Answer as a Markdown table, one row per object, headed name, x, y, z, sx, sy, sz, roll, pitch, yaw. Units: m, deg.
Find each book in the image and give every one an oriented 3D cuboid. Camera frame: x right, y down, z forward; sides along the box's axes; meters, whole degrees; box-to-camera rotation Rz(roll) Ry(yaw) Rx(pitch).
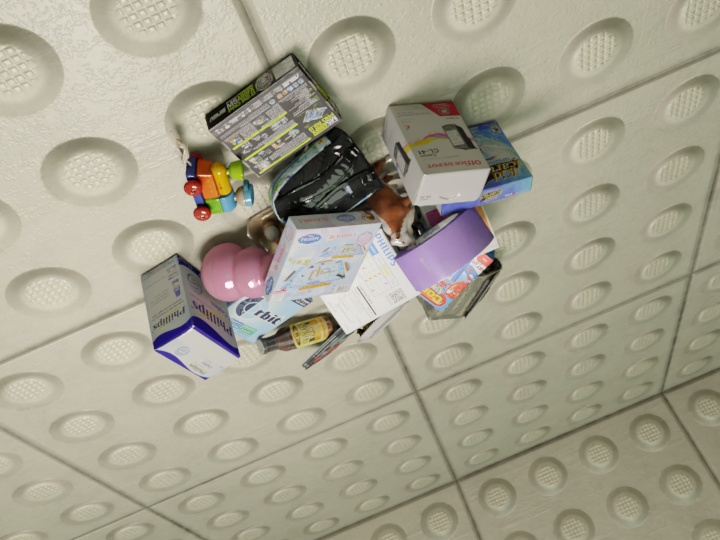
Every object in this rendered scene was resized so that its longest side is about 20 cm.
| name | x | y | z | sx | sy | sz | roll | pitch | yaw |
| --- | --- | --- | --- | --- | --- | --- | --- | --- | --- |
| book | 0.209 | -0.120 | 1.608 | 0.133 | 0.048 | 0.201 | -23 | 100 | 3 |

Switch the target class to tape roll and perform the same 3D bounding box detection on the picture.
| name | x | y | z | sx | sy | sz | roll | pitch | yaw |
| --- | --- | --- | --- | --- | --- | --- | --- | --- | --- |
| tape roll | 0.173 | -0.048 | 1.504 | 0.199 | 0.085 | 0.200 | -35 | -176 | 3 |

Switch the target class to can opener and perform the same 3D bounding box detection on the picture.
| name | x | y | z | sx | sy | sz | roll | pitch | yaw |
| --- | --- | --- | --- | --- | --- | --- | --- | --- | --- |
| can opener | 0.115 | -0.087 | 1.638 | 0.053 | 0.066 | 0.201 | -41 | 116 | -29 |

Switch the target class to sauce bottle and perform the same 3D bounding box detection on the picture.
| name | x | y | z | sx | sy | sz | roll | pitch | yaw |
| --- | --- | --- | --- | --- | --- | --- | --- | --- | --- |
| sauce bottle | -0.166 | 0.169 | 1.838 | 0.199 | 0.066 | 0.066 | -17 | 147 | -31 |

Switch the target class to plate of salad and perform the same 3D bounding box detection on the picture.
| name | x | y | z | sx | sy | sz | roll | pitch | yaw |
| --- | --- | --- | --- | --- | --- | --- | --- | --- | --- |
| plate of salad | 0.059 | 0.114 | 1.895 | 0.200 | 0.048 | 0.200 | -41 | 171 | -8 |

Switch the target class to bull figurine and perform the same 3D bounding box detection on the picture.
| name | x | y | z | sx | sy | sz | roll | pitch | yaw |
| --- | --- | --- | --- | --- | --- | --- | --- | --- | --- |
| bull figurine | 0.067 | -0.142 | 1.487 | 0.121 | 0.200 | 0.065 | -38 | 157 | -6 |

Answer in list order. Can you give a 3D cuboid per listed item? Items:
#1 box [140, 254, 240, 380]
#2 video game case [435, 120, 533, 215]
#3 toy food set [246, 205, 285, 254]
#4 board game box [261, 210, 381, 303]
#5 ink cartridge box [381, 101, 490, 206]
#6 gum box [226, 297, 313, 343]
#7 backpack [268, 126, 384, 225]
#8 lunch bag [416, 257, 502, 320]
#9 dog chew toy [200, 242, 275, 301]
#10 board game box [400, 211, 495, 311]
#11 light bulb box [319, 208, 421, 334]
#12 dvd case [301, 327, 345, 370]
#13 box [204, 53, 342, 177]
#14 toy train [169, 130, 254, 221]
| name | x | y | z | sx | sy | sz | roll | pitch | yaw |
| --- | --- | --- | --- | --- | --- | --- | --- | --- | --- |
| box | -0.365 | 0.102 | 1.557 | 0.104 | 0.201 | 0.184 | -30 | 144 | 9 |
| video game case | 0.224 | -0.214 | 1.480 | 0.198 | 0.182 | 0.046 | -16 | 144 | -9 |
| toy food set | -0.128 | -0.093 | 1.552 | 0.199 | 0.061 | 0.144 | -27 | 144 | 7 |
| board game box | -0.079 | -0.027 | 1.437 | 0.199 | 0.041 | 0.200 | -7 | 139 | -36 |
| ink cartridge box | 0.143 | -0.230 | 1.400 | 0.146 | 0.201 | 0.086 | -8 | 142 | -19 |
| gum box | -0.242 | 0.084 | 1.733 | 0.199 | 0.045 | 0.170 | -35 | 143 | 16 |
| backpack | -0.084 | -0.165 | 1.412 | 0.200 | 0.154 | 0.163 | -46 | 124 | -5 |
| lunch bag | 0.267 | 0.039 | 1.890 | 0.199 | 0.118 | 0.165 | -1 | 136 | -34 |
| dog chew toy | -0.235 | 0.004 | 1.522 | 0.198 | 0.125 | 0.125 | 1 | 151 | 22 |
| board game box | 0.179 | -0.031 | 1.713 | 0.199 | 0.056 | 0.196 | 35 | 122 | -9 |
| light bulb box | 0.000 | 0.000 | 1.629 | 0.199 | 0.125 | 0.199 | -29 | 118 | 9 |
| dvd case | -0.058 | 0.179 | 1.916 | 0.200 | 0.022 | 0.146 | -44 | 172 | 29 |
| box | -0.156 | -0.277 | 1.315 | 0.199 | 0.044 | 0.160 | -32 | 144 | 14 |
| toy train | -0.266 | -0.183 | 1.324 | 0.115 | 0.085 | 0.201 | -7 | 143 | -1 |
